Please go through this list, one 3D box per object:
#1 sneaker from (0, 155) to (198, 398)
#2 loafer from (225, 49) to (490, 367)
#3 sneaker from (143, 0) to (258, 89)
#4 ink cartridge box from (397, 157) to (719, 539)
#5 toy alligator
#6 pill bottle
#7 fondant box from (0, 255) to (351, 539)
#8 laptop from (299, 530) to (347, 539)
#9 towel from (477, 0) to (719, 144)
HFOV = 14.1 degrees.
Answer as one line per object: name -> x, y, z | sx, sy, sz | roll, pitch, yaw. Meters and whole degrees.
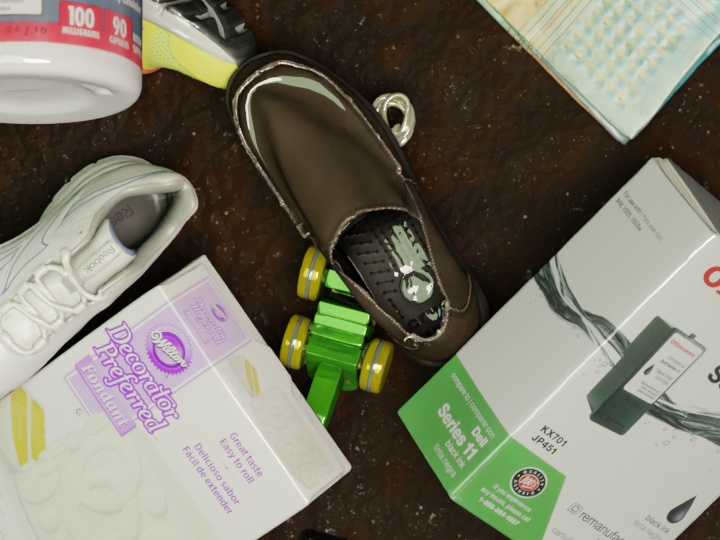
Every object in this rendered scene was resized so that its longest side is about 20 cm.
sneaker -> -0.170, 0.004, 1.586 | 0.075, 0.087, 0.200 | 49, 68, -16
loafer -> 0.000, -0.038, 1.556 | 0.073, 0.071, 0.200 | -40, 85, 3
sneaker -> -0.152, -0.135, 1.623 | 0.200, 0.078, 0.090 | 23, 107, 13
ink cartridge box -> 0.145, 0.059, 1.550 | 0.200, 0.083, 0.147 | -46, 128, 11
toy alligator -> 0.000, 0.000, 1.619 | 0.059, 0.054, 0.200 | 15, 90, 6
pill bottle -> -0.173, -0.186, 1.521 | 0.120, 0.120, 0.200 | -3, 79, 10
fondant box -> -0.124, 0.105, 1.616 | 0.200, 0.058, 0.144 | -35, 89, 31
laptop -> 0.027, 0.274, 1.666 | 0.177, 0.103, 0.200 | 14, 73, 7
towel -> 0.125, -0.189, 1.591 | 0.200, 0.022, 0.147 | 45, 100, 4
